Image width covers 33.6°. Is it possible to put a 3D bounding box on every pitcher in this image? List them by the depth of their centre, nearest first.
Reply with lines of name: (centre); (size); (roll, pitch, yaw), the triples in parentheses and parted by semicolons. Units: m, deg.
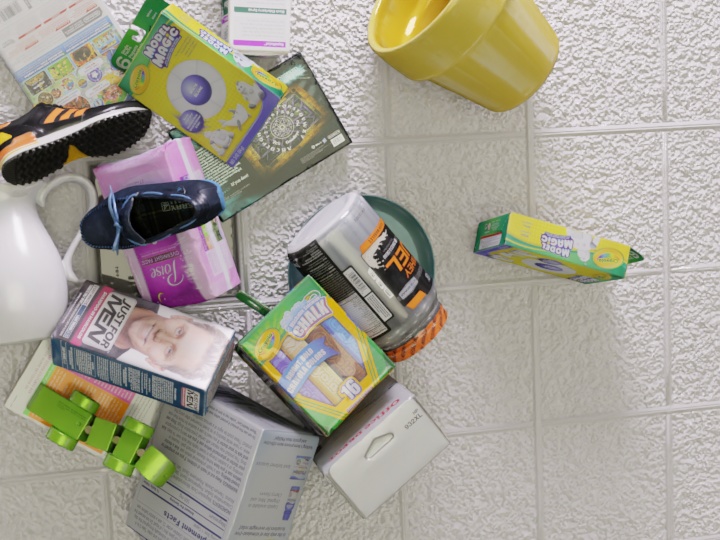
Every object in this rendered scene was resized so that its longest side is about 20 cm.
pitcher: (-0.395, -0.017, 1.440); (0.170, 0.121, 0.202); (-7, 86, -16)

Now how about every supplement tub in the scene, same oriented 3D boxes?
supplement tub: (0.012, 0.012, 1.500); (0.122, 0.123, 0.200); (-42, 104, -5)

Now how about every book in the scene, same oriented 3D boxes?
book: (-0.329, 0.159, 1.509); (0.199, 0.048, 0.134); (32, 85, -15)

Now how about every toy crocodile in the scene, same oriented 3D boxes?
toy crocodile: (-0.314, 0.198, 1.447); (0.199, 0.062, 0.068); (24, 79, 9)

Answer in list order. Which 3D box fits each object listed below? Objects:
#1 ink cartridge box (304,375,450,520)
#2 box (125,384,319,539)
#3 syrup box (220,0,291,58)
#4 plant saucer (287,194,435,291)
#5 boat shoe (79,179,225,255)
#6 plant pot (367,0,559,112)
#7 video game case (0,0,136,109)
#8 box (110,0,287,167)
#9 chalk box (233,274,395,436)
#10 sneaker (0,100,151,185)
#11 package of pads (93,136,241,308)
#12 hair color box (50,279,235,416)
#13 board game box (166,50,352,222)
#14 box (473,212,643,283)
ink cartridge box: (0.012, 0.212, 1.510); (0.145, 0.200, 0.084); (-41, 103, -5)
box: (-0.172, 0.261, 1.475); (0.105, 0.183, 0.201); (16, 94, -48)
syrup box: (-0.129, -0.366, 1.473); (0.081, 0.079, 0.202); (1, 97, -13)
plant saucer: (0.000, 0.000, 1.572); (0.199, 0.027, 0.202); (-1, 96, -13)
boat shoe: (-0.255, -0.069, 1.387); (0.199, 0.069, 0.085); (-19, 98, 28)
plant pot: (0.141, -0.303, 1.495); (0.188, 0.201, 0.201); (34, 88, -30)
video game case: (-0.357, -0.264, 1.465); (0.143, 0.018, 0.201); (-33, 102, -8)
box: (-0.201, -0.230, 1.440); (0.199, 0.048, 0.118); (35, 117, -6)
chalk box: (-0.074, 0.092, 1.475); (0.124, 0.124, 0.200); (-43, 91, -11)
sneaker: (-0.352, -0.178, 1.433); (0.199, 0.070, 0.090); (-25, 63, -25)
package of pads: (-0.238, -0.054, 1.466); (0.120, 0.076, 0.201); (-13, 101, 29)
hair color box: (-0.262, 0.092, 1.442); (0.199, 0.061, 0.100); (18, 49, 5)
board game box: (-0.128, -0.171, 1.522); (0.199, 0.028, 0.136); (-32, 102, -7)
box: (0.262, -0.024, 1.574); (0.199, 0.117, 0.049); (13, 82, -14)
